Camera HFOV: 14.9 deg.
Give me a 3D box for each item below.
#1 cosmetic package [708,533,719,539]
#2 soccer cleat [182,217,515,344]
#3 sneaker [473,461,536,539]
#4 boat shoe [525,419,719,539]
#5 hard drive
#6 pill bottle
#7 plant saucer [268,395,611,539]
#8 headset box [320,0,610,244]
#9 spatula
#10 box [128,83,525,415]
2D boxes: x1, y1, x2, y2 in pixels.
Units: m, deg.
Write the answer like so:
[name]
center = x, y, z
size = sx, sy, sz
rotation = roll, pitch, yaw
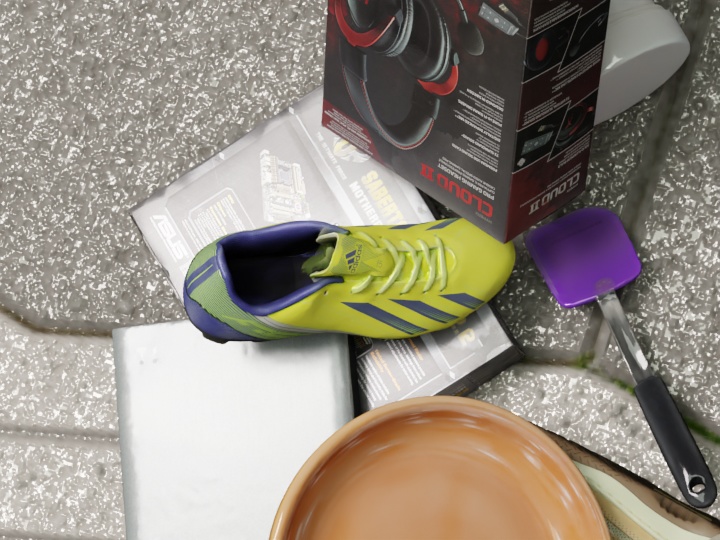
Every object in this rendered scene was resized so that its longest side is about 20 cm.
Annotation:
[cosmetic package]
center = 0.170, 0.213, 1.461
size = 0.200, 0.073, 0.104
rotation = -26, 93, -18
[soccer cleat]
center = 0.000, 0.001, 1.530
size = 0.200, 0.084, 0.065
rotation = -7, 68, -20
[sneaker]
center = 0.047, 0.185, 1.534
size = 0.076, 0.092, 0.200
rotation = -4, 90, 46
[boat shoe]
center = 0.143, 0.152, 1.556
size = 0.200, 0.072, 0.076
rotation = 30, 93, 15
[hard drive]
center = -0.066, 0.125, 1.575
size = 0.139, 0.033, 0.200
rotation = -7, 80, 11
[pill bottle]
center = 0.101, -0.187, 1.601
size = 0.116, 0.116, 0.200
rotation = -32, 75, 6
[plant saucer]
center = 0.041, 0.169, 1.488
size = 0.200, 0.037, 0.200
rotation = 3, 80, -17
[headset box]
center = 0.056, -0.122, 1.528
size = 0.149, 0.200, 0.075
rotation = 35, 50, 29
[spatula]
center = 0.158, 0.049, 1.581
size = 0.057, 0.021, 0.200
rotation = -25, 69, 1
[box]
center = -0.021, 0.007, 1.628
size = 0.158, 0.048, 0.200
rotation = -33, 76, 5
